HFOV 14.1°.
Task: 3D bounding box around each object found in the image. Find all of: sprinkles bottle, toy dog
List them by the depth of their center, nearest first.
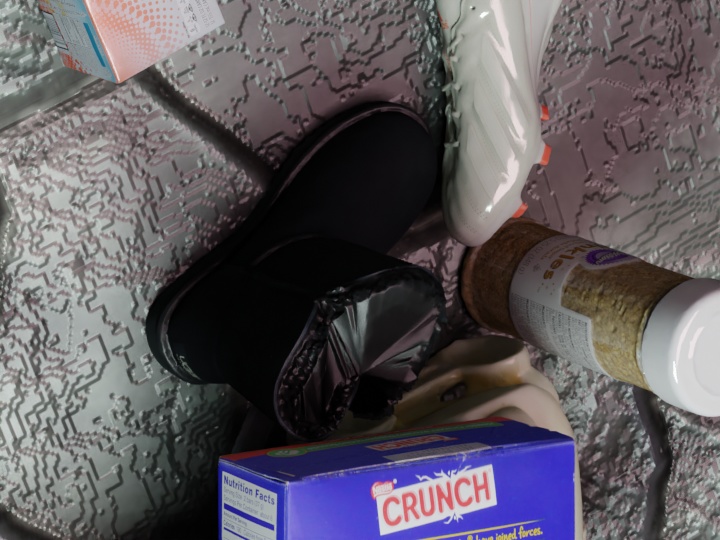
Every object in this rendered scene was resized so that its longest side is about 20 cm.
[{"bbox_3d":[0.133,0.022,1.547,0.068,0.200,0.068,-8,106,-30],"label":"sprinkles bottle"},{"bbox_3d":[0.081,0.151,1.557,0.139,0.194,0.200,-29,107,-34],"label":"toy dog"}]

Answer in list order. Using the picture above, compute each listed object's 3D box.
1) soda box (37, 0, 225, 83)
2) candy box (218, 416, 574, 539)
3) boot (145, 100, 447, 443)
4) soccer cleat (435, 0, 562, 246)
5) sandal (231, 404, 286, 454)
[{"bbox_3d":[-0.139,-0.194,1.410,0.068,0.064,0.200,-32,117,-22],"label":"soda box"},{"bbox_3d":[0.018,0.180,1.395,0.169,0.077,0.200,-5,101,-32],"label":"candy box"},{"bbox_3d":[0.000,0.000,1.478,0.200,0.168,0.076,-42,118,-18],"label":"boot"},{"bbox_3d":[0.067,-0.114,1.560,0.078,0.069,0.200,18,84,-29],"label":"soccer cleat"},{"bbox_3d":[-0.044,0.153,1.534,0.076,0.043,0.200,-62,157,-59],"label":"sandal"}]
